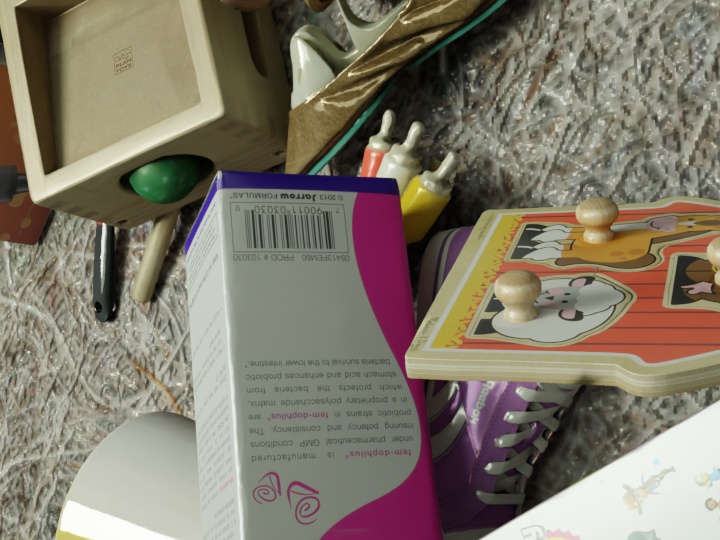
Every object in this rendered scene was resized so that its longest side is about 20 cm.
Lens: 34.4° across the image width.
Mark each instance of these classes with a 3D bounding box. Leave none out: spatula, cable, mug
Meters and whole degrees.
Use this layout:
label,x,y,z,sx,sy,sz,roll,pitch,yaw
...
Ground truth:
label,x,y,z,sx,sy,sz,roll,pitch,yaw
spatula,-0.191,-0.059,0.901,0.056,0.021,0.201,8,91,40
cable,0.000,0.000,0.706,0.097,0.050,0.200,43,115,49
mug,-0.077,0.190,0.701,0.153,0.149,0.187,7,94,33

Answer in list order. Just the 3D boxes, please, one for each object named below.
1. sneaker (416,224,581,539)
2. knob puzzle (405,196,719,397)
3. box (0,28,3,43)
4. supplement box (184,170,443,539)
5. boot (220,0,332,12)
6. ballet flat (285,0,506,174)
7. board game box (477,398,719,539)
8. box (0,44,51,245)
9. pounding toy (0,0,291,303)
label,x,y,z,sx,sy,sz,roll,pitch,yaw
sneaker,0.085,0.071,0.611,0.114,0.073,0.201,-4,82,38
knob puzzle,0.134,-0.005,0.506,0.219,0.219,0.031,11,118,41
box,-0.244,-0.256,0.852,0.149,0.200,0.124,-44,57,29
supplement box,-0.030,0.061,0.609,0.103,0.101,0.200,129,138,-61
boot,-0.005,-0.226,0.665,0.155,0.200,0.077,-39,90,25
ballet flat,0.005,-0.136,0.699,0.072,0.068,0.200,43,121,-12
board game box,0.133,0.120,0.510,0.200,0.147,0.064,-40,62,30
box,-0.334,-0.120,0.915,0.106,0.200,0.152,41,111,38
pounding toy,-0.141,-0.106,0.807,0.184,0.142,0.200,-21,73,23
